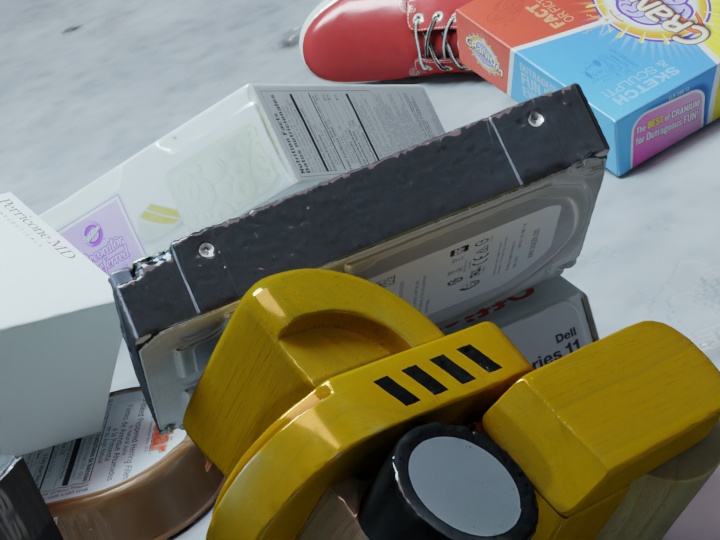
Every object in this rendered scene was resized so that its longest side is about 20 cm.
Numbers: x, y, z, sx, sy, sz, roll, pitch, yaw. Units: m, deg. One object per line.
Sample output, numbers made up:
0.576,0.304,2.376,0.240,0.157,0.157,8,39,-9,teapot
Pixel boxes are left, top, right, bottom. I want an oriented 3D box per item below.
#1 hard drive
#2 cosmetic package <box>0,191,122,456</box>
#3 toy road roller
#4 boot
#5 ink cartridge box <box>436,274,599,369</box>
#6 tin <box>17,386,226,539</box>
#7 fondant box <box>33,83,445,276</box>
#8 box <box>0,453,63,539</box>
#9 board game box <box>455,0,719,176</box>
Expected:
0.000,0.000,0.927,0.199,0.038,0.140,-21,-18,-9,hard drive
-0.218,0.038,1.055,0.199,0.085,0.107,-17,43,-44,cosmetic package
0.026,0.066,0.859,0.199,0.123,0.146,-18,59,-43,toy road roller
0.057,-0.147,1.458,0.199,0.073,0.145,-13,26,5,boot
0.013,0.041,1.073,0.146,0.084,0.200,-23,24,-11,ink cartridge box
-0.163,0.109,1.119,0.199,0.042,0.112,-15,29,10,tin
-0.053,-0.039,1.179,0.144,0.059,0.200,-30,-10,25,fondant box
-0.184,0.142,0.909,0.199,0.162,0.049,1,35,40,box
0.180,-0.148,1.346,0.199,0.041,0.153,-30,45,-21,board game box
